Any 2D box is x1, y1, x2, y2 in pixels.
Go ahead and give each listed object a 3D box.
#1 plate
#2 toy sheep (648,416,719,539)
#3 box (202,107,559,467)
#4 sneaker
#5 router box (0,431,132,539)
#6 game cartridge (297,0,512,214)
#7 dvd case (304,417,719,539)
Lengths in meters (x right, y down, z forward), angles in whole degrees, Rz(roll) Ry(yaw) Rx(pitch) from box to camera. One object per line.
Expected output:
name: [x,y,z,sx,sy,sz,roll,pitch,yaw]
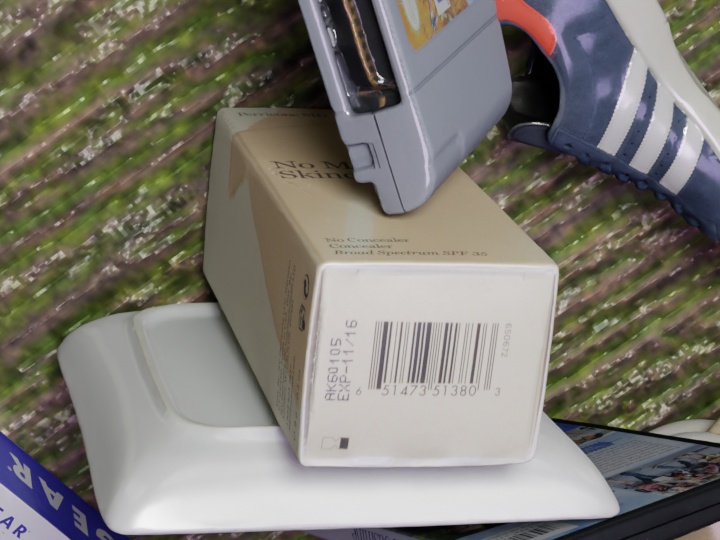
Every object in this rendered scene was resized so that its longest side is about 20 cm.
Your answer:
plate: [-0.017,0.050,0.783,0.197,0.200,0.033,-1,108,-15]
toy sheep: [0.167,0.133,0.914,0.137,0.139,0.200,-27,153,0]
box: [0.000,0.000,0.754,0.094,0.200,0.079,0,110,-17]
sneaker: [0.111,-0.065,0.833,0.084,0.075,0.201,-33,114,9]
router box: [-0.185,0.180,0.890,0.179,0.049,0.200,-40,120,7]
game cartridge: [0.007,-0.136,0.717,0.041,0.133,0.202,-10,106,27]
dvd case: [0.072,0.096,0.819,0.141,0.200,0.018,-15,97,-25]
